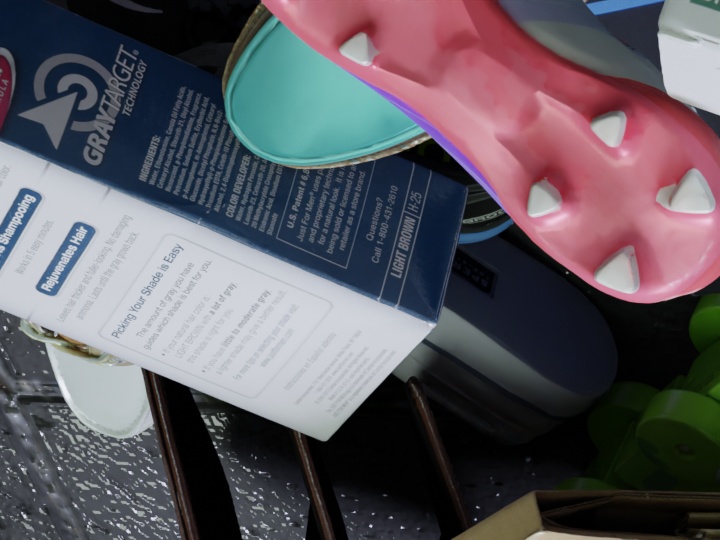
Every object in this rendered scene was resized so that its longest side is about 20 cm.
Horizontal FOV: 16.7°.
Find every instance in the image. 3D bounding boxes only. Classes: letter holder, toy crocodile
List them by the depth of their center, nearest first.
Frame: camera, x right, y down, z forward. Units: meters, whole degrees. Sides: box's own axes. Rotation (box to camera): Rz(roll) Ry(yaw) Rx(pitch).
[{"bbox_3d":[0.123,0.064,0.901,0.062,0.068,0.200,33,143,-4],"label":"toy crocodile"},{"bbox_3d":[-0.013,0.093,0.952,0.100,0.142,0.200,-18,157,-1],"label":"letter holder"}]

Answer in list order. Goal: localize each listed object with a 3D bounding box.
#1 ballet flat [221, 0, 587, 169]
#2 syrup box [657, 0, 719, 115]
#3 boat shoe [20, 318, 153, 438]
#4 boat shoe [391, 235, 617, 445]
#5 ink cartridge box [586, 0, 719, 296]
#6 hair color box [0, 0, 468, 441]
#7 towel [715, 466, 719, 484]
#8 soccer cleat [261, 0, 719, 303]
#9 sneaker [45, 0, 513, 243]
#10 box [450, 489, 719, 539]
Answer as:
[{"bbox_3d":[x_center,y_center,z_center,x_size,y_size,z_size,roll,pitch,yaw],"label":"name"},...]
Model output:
[{"bbox_3d":[0.040,-0.097,0.731,0.200,0.065,0.071,-30,108,33],"label":"ballet flat"},{"bbox_3d":[0.145,-0.130,0.611,0.079,0.200,0.081,20,176,11],"label":"syrup box"},{"bbox_3d":[-0.107,0.002,0.971,0.075,0.068,0.200,16,136,15],"label":"boat shoe"},{"bbox_3d":[0.000,0.000,0.907,0.200,0.074,0.065,39,133,-8],"label":"boat shoe"},{"bbox_3d":[0.113,-0.080,0.792,0.200,0.043,0.198,-8,126,36],"label":"ink cartridge box"},{"bbox_3d":[-0.077,-0.022,0.803,0.200,0.061,0.100,23,146,-12],"label":"hair color box"},{"bbox_3d":[0.197,0.030,0.745,0.152,0.023,0.200,-12,168,-4],"label":"towel"},{"bbox_3d":[0.029,-0.070,0.677,0.200,0.076,0.067,46,103,6],"label":"soccer cleat"},{"bbox_3d":[-0.024,-0.070,0.833,0.199,0.071,0.083,19,153,-12],"label":"sneaker"},{"bbox_3d":[0.048,0.127,0.863,0.163,0.021,0.200,6,148,-44],"label":"box"}]
